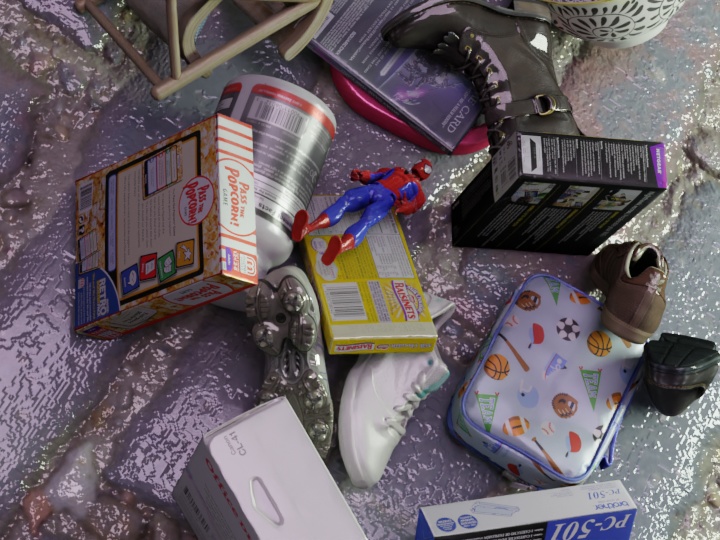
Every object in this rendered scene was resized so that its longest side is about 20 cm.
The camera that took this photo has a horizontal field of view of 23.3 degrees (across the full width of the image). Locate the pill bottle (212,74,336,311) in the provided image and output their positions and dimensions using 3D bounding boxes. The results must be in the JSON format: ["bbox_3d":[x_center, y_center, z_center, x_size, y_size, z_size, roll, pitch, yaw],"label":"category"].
[{"bbox_3d":[-0.106,-0.072,1.642,0.115,0.116,0.201,22,72,-6],"label":"pill bottle"}]

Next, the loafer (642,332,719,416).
[{"bbox_3d":[0.303,0.104,1.656,0.072,0.200,0.073,11,94,18],"label":"loafer"}]

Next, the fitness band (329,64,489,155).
[{"bbox_3d":[0.066,-0.201,1.785,0.199,0.037,0.144,25,66,-4],"label":"fitness band"}]

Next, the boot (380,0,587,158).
[{"bbox_3d":[0.127,-0.179,1.720,0.199,0.069,0.175,-4,73,-17],"label":"boot"}]

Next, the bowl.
[{"bbox_3d":[0.270,-0.294,1.825,0.201,0.200,0.094,-40,128,-24],"label":"bowl"}]

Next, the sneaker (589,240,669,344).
[{"bbox_3d":[0.270,0.004,1.685,0.070,0.200,0.076,26,110,-7],"label":"sneaker"}]

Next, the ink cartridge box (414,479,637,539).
[{"bbox_3d":[0.148,0.251,1.604,0.199,0.094,0.044,-6,36,-17],"label":"ink cartridge box"}]

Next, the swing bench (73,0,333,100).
[{"bbox_3d":[-0.150,-0.284,1.665,0.199,0.130,0.199,-19,43,-23],"label":"swing bench"}]

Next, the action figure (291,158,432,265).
[{"bbox_3d":[0.014,-0.067,1.669,0.065,0.052,0.200,34,34,17],"label":"action figure"}]

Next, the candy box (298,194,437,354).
[{"bbox_3d":[0.000,0.000,1.651,0.102,0.026,0.200,1,43,-17],"label":"candy box"}]

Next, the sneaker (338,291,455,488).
[{"bbox_3d":[0.039,0.107,1.625,0.088,0.075,0.201,3,64,22],"label":"sneaker"}]

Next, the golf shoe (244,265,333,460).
[{"bbox_3d":[-0.057,0.091,1.606,0.078,0.097,0.201,2,107,10],"label":"golf shoe"}]

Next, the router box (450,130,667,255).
[{"bbox_3d":[0.186,-0.071,1.679,0.148,0.200,0.051,4,71,-15],"label":"router box"}]

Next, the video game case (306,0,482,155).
[{"bbox_3d":[0.051,-0.229,1.763,0.200,0.019,0.143,38,68,-1],"label":"video game case"}]

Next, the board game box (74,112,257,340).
[{"bbox_3d":[-0.179,-0.036,1.571,0.046,0.199,0.152,17,62,-45],"label":"board game box"}]

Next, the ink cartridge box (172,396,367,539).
[{"bbox_3d":[-0.082,0.210,1.500,0.085,0.200,0.148,-27,79,-22],"label":"ink cartridge box"}]

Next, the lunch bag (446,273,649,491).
[{"bbox_3d":[0.183,0.114,1.673,0.160,0.076,0.200,30,65,1],"label":"lunch bag"}]
